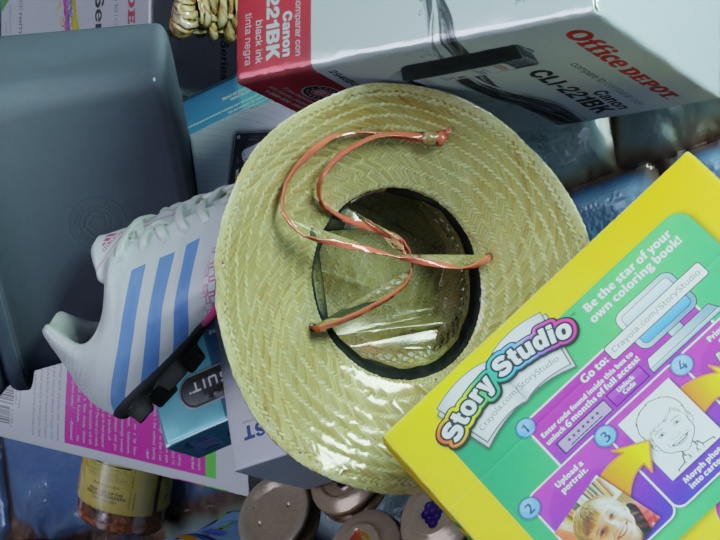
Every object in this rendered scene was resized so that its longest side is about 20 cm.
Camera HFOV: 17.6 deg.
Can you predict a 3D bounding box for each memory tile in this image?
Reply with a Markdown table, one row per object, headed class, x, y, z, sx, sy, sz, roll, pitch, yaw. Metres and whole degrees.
| class | x | y | z | sx | sy | sz | roll | pitch | yaw |
| --- | --- | --- | --- | --- | --- | --- | --- | --- | --- |
| memory tile | 0.022 | 0.144 | 1.261 | 0.199 | 0.017 | 0.154 | -30 | 49 | 22 |

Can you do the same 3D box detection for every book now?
| class | x | y | z | sx | sy | sz | roll | pitch | yaw |
| --- | --- | --- | --- | --- | --- | --- | --- | --- | --- |
| book | -0.149 | 0.058 | 1.477 | 0.198 | 0.048 | 0.135 | 12 | 104 | 22 |

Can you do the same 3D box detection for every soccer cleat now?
| class | x | y | z | sx | sy | sz | roll | pitch | yaw |
| --- | --- | --- | --- | --- | --- | --- | --- | --- | --- |
| soccer cleat | -0.091 | -0.009 | 1.229 | 0.086 | 0.070 | 0.200 | 43 | 106 | 1 |

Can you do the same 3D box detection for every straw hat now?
| class | x | y | z | sx | sy | sz | roll | pitch | yaw |
| --- | --- | --- | --- | --- | --- | --- | --- | --- | --- |
| straw hat | 0.015 | 0.003 | 1.155 | 0.085 | 0.199 | 0.203 | -144 | 57 | -77 |

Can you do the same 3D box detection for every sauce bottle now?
| class | x | y | z | sx | sy | sz | roll | pitch | yaw |
| --- | --- | --- | --- | --- | --- | --- | --- | --- | --- |
| sauce bottle | -0.144 | 0.073 | 1.537 | 0.066 | 0.066 | 0.202 | 26 | 109 | 50 |

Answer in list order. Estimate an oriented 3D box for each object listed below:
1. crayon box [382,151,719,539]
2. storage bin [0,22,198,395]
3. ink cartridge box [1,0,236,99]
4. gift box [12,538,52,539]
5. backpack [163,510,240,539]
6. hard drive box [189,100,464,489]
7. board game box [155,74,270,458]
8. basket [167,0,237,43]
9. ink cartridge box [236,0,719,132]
| class | x | y | z | sx | sy | sz | roll | pitch | yaw |
| --- | --- | --- | --- | --- | --- | --- | --- | --- | --- |
| crayon box | 0.138 | 0.073 | 1.060 | 0.200 | 0.058 | 0.173 | -42 | 55 | -2 |
| storage bin | -0.159 | -0.047 | 1.309 | 0.146 | 0.133 | 0.201 | -96 | -3 | -62 |
| ink cartridge box | -0.155 | -0.176 | 1.522 | 0.199 | 0.087 | 0.147 | 2 | 92 | 51 |
| gift box | -0.249 | 0.294 | 1.583 | 0.200 | 0.183 | 0.189 | 11 | 98 | 59 |
| backpack | -0.095 | 0.253 | 1.418 | 0.182 | 0.134 | 0.202 | 20 | 104 | 50 |
| hard drive box | 0.000 | 0.000 | 1.270 | 0.155 | 0.077 | 0.202 | -21 | 68 | 27 |
| board game box | -0.068 | -0.010 | 1.385 | 0.150 | 0.047 | 0.201 | -23 | 70 | 17 |
| basket | -0.071 | -0.239 | 1.357 | 0.142 | 0.148 | 0.202 | 24 | 110 | 50 |
| ink cartridge box | 0.060 | -0.125 | 1.130 | 0.199 | 0.144 | 0.085 | -9 | 73 | 31 |
